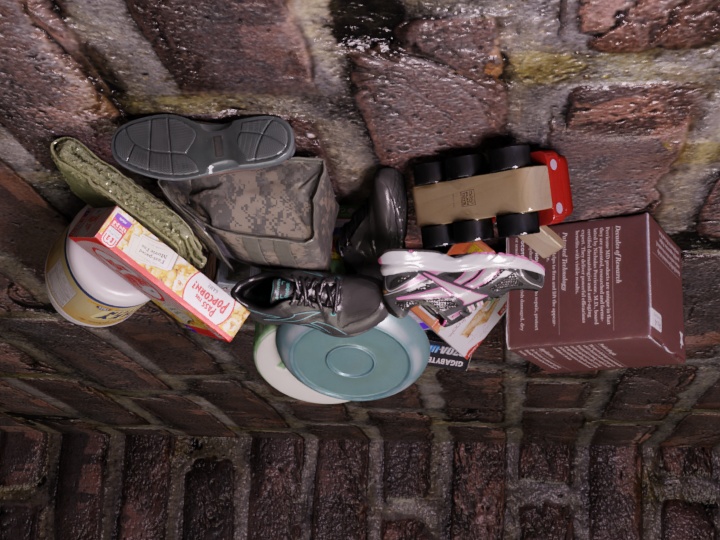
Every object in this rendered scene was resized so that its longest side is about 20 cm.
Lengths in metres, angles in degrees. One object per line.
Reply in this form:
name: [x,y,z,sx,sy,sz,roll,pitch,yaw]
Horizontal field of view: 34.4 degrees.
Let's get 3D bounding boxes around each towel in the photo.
towel: [-0.268,-0.075,1.355,0.199,0.037,0.149,33,166,5]

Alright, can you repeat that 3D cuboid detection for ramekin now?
ramekin: [-0.050,0.088,1.540,0.197,0.099,0.202,4,138,4]

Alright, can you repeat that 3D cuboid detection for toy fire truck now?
toy fire truck: [0.181,-0.072,1.338,0.198,0.131,0.175,-10,-178,-44]

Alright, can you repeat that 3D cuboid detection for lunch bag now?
lunch bag: [-0.134,-0.067,1.368,0.197,0.119,0.164,7,165,6]

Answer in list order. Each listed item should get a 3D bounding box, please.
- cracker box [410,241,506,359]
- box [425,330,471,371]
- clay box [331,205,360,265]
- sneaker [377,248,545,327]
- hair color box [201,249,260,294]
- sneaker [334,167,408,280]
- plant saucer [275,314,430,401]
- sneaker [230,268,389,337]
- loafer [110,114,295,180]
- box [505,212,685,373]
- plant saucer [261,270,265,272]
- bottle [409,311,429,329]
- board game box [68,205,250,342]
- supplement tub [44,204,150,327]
cracker box: [0.150,0.038,1.639,0.058,0.134,0.200,39,180,25]
box: [0.063,0.097,1.864,0.197,0.047,0.159,9,-162,-23]
clay box: [0.000,0.000,1.548,0.113,0.048,0.202,1,136,4]
sneaker: [0.114,0.022,1.346,0.197,0.088,0.080,2,180,-9]
hair color box: [-0.182,-0.001,1.615,0.060,0.101,0.200,7,163,-15]
sneaker: [0.014,-0.044,1.413,0.089,0.077,0.202,5,137,3]
plant saucer: [-0.011,0.106,1.462,0.197,0.028,0.202,4,138,4]
sneaker: [-0.060,0.037,1.364,0.197,0.077,0.079,-1,168,19]
loafer: [-0.167,-0.127,1.254,0.197,0.073,0.063,-1,169,4]
box: [0.314,0.036,1.555,0.197,0.167,0.165,-7,160,29]
plant saucer: [-0.069,0.005,1.710,0.197,0.032,0.200,2,170,0]
bottle: [0.086,0.053,1.740,0.198,0.066,0.083,-11,-155,-33]
board game box: [-0.239,0.003,1.372,0.199,0.047,0.151,40,166,-20]
supplement tub: [-0.337,-0.006,1.540,0.142,0.147,0.200,10,162,-24]
